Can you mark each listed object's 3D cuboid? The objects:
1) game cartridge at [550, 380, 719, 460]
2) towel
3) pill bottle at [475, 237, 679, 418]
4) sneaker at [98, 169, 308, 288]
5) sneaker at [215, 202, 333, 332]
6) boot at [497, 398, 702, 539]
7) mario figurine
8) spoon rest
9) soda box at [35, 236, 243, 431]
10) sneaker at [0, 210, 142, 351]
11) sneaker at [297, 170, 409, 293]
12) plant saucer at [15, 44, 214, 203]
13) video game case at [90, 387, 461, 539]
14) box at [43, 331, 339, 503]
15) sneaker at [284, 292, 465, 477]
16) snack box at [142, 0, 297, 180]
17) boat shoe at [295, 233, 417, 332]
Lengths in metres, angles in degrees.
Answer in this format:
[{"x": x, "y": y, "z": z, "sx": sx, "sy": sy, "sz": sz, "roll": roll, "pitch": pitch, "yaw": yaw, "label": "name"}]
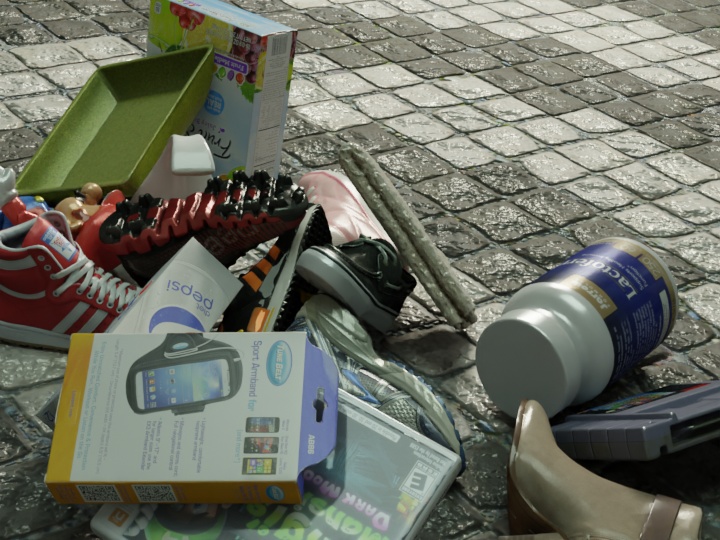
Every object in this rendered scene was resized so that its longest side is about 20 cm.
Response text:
[{"x": 0.261, "y": 0.120, "z": 1.037, "sx": 0.198, "sy": 0.039, "sz": 0.129, "roll": -11, "pitch": 3, "yaw": -33, "label": "game cartridge"}, {"x": 0.047, "y": -0.031, "z": 1.166, "sx": 0.201, "sy": 0.034, "sz": 0.133, "roll": 55, "pitch": 2, "yaw": 5, "label": "towel"}, {"x": 0.195, "y": 0.053, "z": 1.123, "sx": 0.115, "sy": 0.117, "sz": 0.199, "roll": 26, "pitch": 34, "yaw": 30, "label": "pill bottle"}, {"x": -0.134, "y": -0.029, "z": 1.136, "sx": 0.198, "sy": 0.099, "sz": 0.071, "roll": -12, "pitch": 31, "yaw": 15, "label": "sneaker"}, {"x": -0.088, "y": 0.012, "z": 1.138, "sx": 0.089, "sy": 0.070, "sz": 0.201, "roll": 1, "pitch": 47, "yaw": 19, "label": "sneaker"}, {"x": 0.178, "y": 0.179, "z": 0.923, "sx": 0.144, "sy": 0.071, "sz": 0.201, "roll": 1, "pitch": 45, "yaw": 14, "label": "boot"}, {"x": -0.304, "y": -0.057, "z": 1.209, "sx": 0.197, "sy": 0.107, "sz": 0.124, "roll": 5, "pitch": 16, "yaw": 7, "label": "mario figurine"}, {"x": -0.175, "y": -0.078, "z": 1.221, "sx": 0.098, "sy": 0.200, "sz": 0.061, "roll": -1, "pitch": 69, "yaw": -16, "label": "spoon rest"}, {"x": -0.175, "y": 0.062, "z": 1.021, "sx": 0.063, "sy": 0.068, "sz": 0.200, "roll": 44, "pitch": 40, "yaw": -10, "label": "soda box"}, {"x": -0.234, "y": 0.012, "z": 1.099, "sx": 0.197, "sy": 0.114, "sz": 0.071, "roll": 5, "pitch": 29, "yaw": -4, "label": "sneaker"}, {"x": -0.041, "y": -0.041, "z": 1.274, "sx": 0.104, "sy": 0.076, "sz": 0.200, "roll": -6, "pitch": 35, "yaw": -32, "label": "sneaker"}, {"x": -0.253, "y": -0.144, "z": 1.328, "sx": 0.198, "sy": 0.048, "sz": 0.201, "roll": -2, "pitch": 49, "yaw": 40, "label": "plant saucer"}, {"x": -0.058, "y": 0.157, "z": 0.875, "sx": 0.199, "sy": 0.023, "sz": 0.182, "roll": 27, "pitch": 62, "yaw": 21, "label": "video game case"}, {"x": -0.113, "y": 0.103, "z": 0.882, "sx": 0.197, "sy": 0.042, "sz": 0.120, "roll": 1, "pitch": 56, "yaw": 3, "label": "box"}, {"x": 0.002, "y": 0.113, "z": 1.030, "sx": 0.085, "sy": 0.077, "sz": 0.200, "roll": -41, "pitch": 63, "yaw": -17, "label": "sneaker"}, {"x": -0.162, "y": -0.188, "z": 1.378, "sx": 0.168, "sy": 0.202, "sz": 0.067, "roll": 25, "pitch": 30, "yaw": 31, "label": "snack box"}, {"x": 0.000, "y": 0.000, "z": 1.114, "sx": 0.072, "sy": 0.071, "sz": 0.200, "roll": 36, "pitch": 0, "yaw": 18, "label": "boat shoe"}]
